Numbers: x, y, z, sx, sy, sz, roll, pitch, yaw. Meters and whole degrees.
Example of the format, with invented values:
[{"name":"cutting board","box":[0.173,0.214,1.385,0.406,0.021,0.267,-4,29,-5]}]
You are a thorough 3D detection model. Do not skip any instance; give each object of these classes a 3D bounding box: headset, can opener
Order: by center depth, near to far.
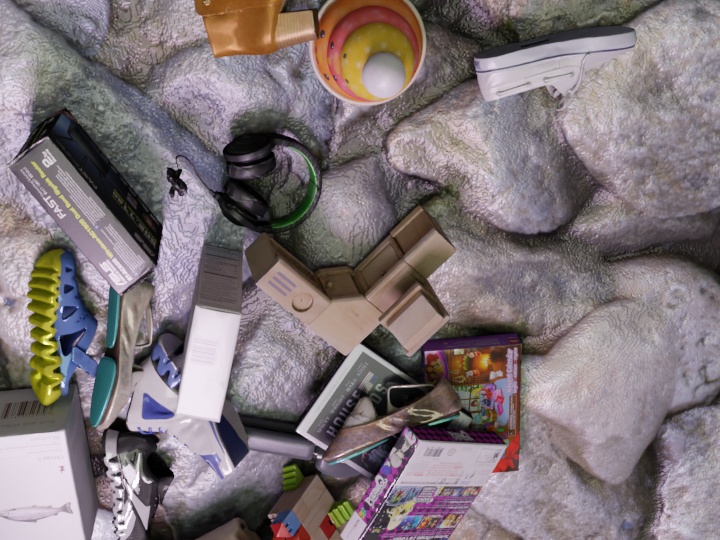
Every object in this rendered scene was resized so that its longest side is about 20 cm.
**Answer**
[{"name":"headset","box":[-0.140,-0.106,1.341,0.197,0.094,0.125,5,111,-21]},{"name":"can opener","box":[-0.083,0.248,1.507,0.198,0.053,0.067,15,110,-12]}]

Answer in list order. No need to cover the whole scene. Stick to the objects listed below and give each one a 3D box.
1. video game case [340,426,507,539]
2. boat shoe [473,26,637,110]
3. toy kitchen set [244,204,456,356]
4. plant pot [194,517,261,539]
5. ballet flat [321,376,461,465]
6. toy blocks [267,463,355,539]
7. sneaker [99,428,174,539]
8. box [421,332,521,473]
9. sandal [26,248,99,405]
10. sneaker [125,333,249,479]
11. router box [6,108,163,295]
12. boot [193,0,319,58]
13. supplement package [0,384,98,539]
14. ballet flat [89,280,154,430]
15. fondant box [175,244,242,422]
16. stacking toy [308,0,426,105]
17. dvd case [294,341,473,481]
[{"name":"video game case","box":[0.088,0.293,1.457,0.199,0.036,0.183,11,114,-47]},{"name":"boat shoe","box":[0.244,-0.243,1.344,0.199,0.075,0.087,-13,112,1]},{"name":"toy kitchen set","box":[0.000,0.000,1.340,0.200,0.164,0.180,-43,124,10]},{"name":"plant pot","box":[-0.208,0.449,1.504,0.182,0.201,0.201,-34,111,-1]},{"name":"ballet flat","box":[0.034,0.191,1.430,0.198,0.068,0.068,-20,89,-9]},{"name":"toy blocks","box":[-0.070,0.387,1.501,0.099,0.137,0.201,-20,108,37]},{"name":"sneaker","box":[-0.298,0.309,1.498,0.089,0.067,0.203,-6,110,-2]},{"name":"box","box":[0.154,0.190,1.519,0.135,0.039,0.203,-4,111,-4]},{"name":"sandal","box":[-0.378,0.069,1.401,0.086,0.079,0.203,-7,110,-36]},{"name":"sneaker","box":[-0.242,0.195,1.447,0.115,0.080,0.201,-35,88,18]},{"name":"router box","box":[-0.321,-0.085,1.298,0.062,0.150,0.201,-35,111,7]},{"name":"boot","box":[-0.128,-0.353,1.264,0.142,0.071,0.204,-4,100,9]},{"name":"supplement package","box":[-0.422,0.270,1.438,0.115,0.118,0.202,-6,115,-5]},{"name":"ballet flat","box":[-0.300,0.108,1.398,0.062,0.067,0.203,9,92,-32]},{"name":"fondant box","box":[-0.185,0.073,1.348,0.057,0.200,0.146,11,110,-9]},{"name":"stacking toy","box":[0.017,-0.245,1.248,0.144,0.200,0.148,-2,111,-6]},{"name":"dvd case","box":[0.032,0.205,1.472,0.199,0.025,0.151,34,97,-15]}]
